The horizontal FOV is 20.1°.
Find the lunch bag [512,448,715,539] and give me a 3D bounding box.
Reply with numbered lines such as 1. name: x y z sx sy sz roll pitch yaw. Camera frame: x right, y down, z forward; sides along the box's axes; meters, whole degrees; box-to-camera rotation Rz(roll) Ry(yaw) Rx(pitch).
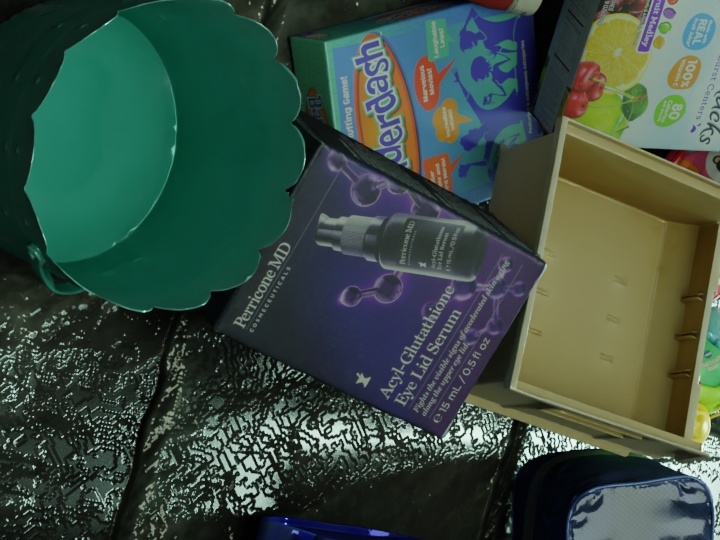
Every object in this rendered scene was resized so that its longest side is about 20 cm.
1. lunch bag: 0.198 0.246 1.633 0.135 0.132 0.202 -2 99 -18

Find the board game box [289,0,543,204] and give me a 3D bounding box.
1. board game box: 0.047 -0.117 1.492 0.199 0.045 0.153 -20 112 -34

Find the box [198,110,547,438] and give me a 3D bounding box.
1. box: 0.000 0.000 1.393 0.199 0.104 0.149 25 100 -26

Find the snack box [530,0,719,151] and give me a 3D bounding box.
1. snack box: 0.240 -0.162 1.515 0.199 0.053 0.143 1 125 -24

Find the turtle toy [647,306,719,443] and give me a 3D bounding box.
1. turtle toy: 0.224 0.082 1.620 0.199 0.145 0.102 -22 103 -33

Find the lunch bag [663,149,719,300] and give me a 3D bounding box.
1. lunch bag: 0.320 -0.065 1.681 0.200 0.082 0.177 -38 147 -27

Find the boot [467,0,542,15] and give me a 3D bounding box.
1. boot: 0.077 -0.295 1.447 0.143 0.072 0.202 12 94 -13

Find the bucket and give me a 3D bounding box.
1. bucket: -0.151 -0.078 1.281 0.206 0.134 0.209 -9 105 -37

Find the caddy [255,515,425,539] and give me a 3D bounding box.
1. caddy: 0.002 0.245 1.470 0.199 0.141 0.106 13 88 -39

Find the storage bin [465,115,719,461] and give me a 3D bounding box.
1. storage bin: 0.183 0.021 1.491 0.198 0.094 0.201 20 73 -26
